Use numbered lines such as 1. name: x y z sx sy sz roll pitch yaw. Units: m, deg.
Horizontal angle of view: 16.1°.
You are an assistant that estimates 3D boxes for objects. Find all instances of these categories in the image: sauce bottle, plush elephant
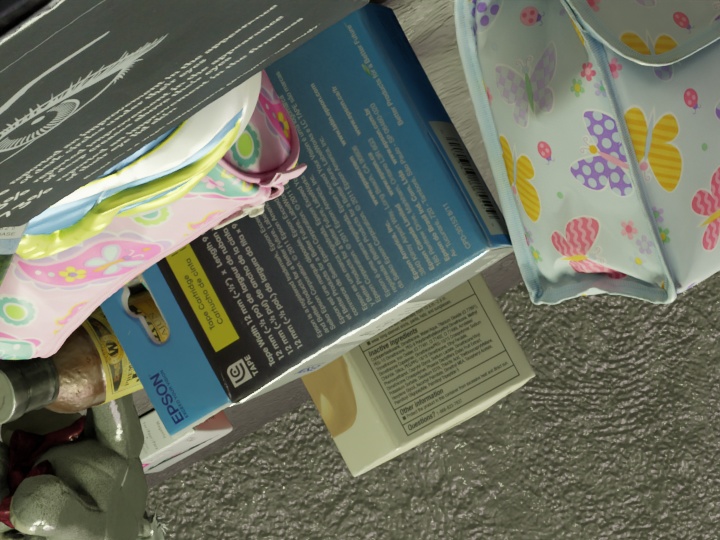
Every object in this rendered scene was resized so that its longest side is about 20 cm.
1. sauce bottle: -0.180 0.060 1.706 0.065 0.065 0.200 -34 174 36
2. plush elephant: -0.241 0.154 1.896 0.154 0.166 0.200 6 149 22

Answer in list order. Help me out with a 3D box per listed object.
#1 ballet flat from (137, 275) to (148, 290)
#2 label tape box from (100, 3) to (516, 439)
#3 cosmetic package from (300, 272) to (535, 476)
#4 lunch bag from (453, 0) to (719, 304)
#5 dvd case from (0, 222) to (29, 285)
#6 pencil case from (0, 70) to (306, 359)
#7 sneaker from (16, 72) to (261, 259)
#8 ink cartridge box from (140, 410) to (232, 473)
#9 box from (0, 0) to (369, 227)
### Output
1. ballet flat: -0.043 -0.032 1.576 0.199 0.068 0.068 -30 174 3
2. label tape box: -0.040 -0.025 1.305 0.199 0.144 0.066 -31 173 19
3. cosmetic package: 0.000 0.000 1.421 0.105 0.201 0.071 -24 173 -26
4. lunch bag: 0.146 -0.104 1.261 0.169 0.202 0.127 -26 -166 -38
5. dvd case: -0.220 0.018 1.030 0.142 0.018 0.200 -2 147 -26
6. pencil case: -0.116 -0.031 1.202 0.199 0.088 0.087 -32 173 33
7. sneaker: -0.136 -0.044 1.050 0.199 0.076 0.105 -31 173 21
8. ink cartridge box: -0.158 0.146 2.570 0.173 0.044 0.200 -28 174 6
9. box: -0.108 -0.087 0.716 0.147 0.105 0.200 -31 173 17
